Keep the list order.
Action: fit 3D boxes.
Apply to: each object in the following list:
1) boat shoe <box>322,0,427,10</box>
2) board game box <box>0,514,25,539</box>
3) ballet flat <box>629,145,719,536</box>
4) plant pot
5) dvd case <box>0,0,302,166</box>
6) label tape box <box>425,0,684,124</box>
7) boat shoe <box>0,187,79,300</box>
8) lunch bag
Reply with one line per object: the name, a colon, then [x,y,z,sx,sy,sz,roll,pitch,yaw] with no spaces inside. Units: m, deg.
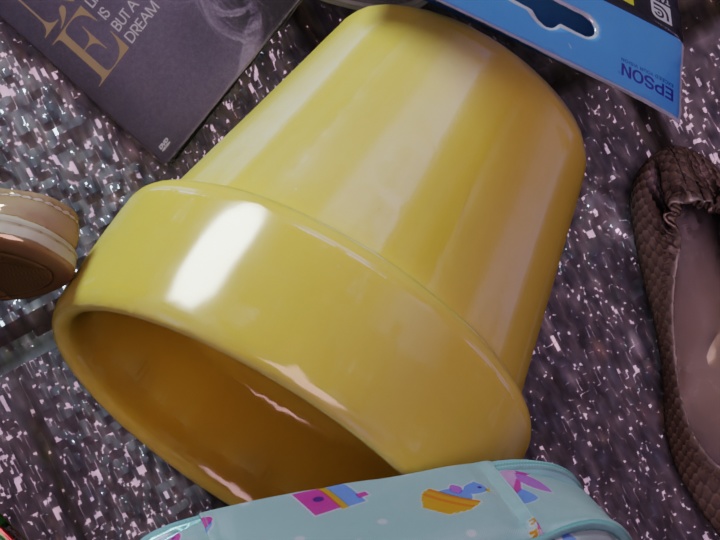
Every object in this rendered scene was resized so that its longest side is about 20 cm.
boat shoe: [-0.044,-0.189,0.898,0.201,0.065,0.075,37,83,-2]
board game box: [-0.245,0.095,0.864,0.102,0.048,0.200,-44,92,-8]
ballet flat: [0.171,0.039,0.916,0.067,0.046,0.202,-13,88,-6]
plant pot: [0.000,0.000,0.837,0.200,0.201,0.190,33,67,-3]
dvd case: [-0.118,-0.166,0.877,0.200,0.016,0.149,42,114,-2]
label tape box: [0.062,-0.148,0.842,0.142,0.066,0.202,21,49,-22]
boat shoe: [-0.191,-0.034,0.826,0.198,0.074,0.070,6,68,36]
lunch bag: [0.004,0.161,0.713,0.198,0.077,0.162,-10,111,-11]
